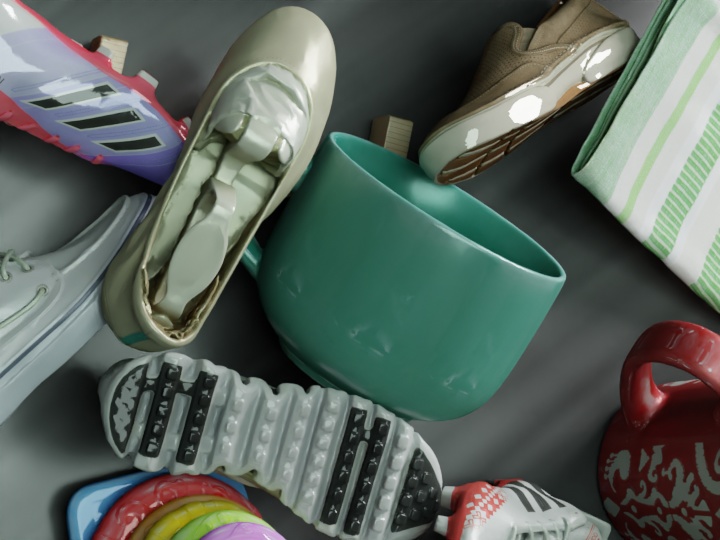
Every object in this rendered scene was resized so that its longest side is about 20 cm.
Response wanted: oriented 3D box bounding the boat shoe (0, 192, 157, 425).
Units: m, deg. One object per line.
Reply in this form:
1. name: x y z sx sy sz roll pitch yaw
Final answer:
1. boat shoe: -0.181 0.022 1.277 0.067 0.073 0.200 45 72 -15

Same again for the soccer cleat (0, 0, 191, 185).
1. soccer cleat: -0.171 -0.097 1.265 0.200 0.067 0.077 40 78 -19

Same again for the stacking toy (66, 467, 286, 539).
1. stacking toy: -0.071 0.163 1.248 0.109 0.200 0.117 -8 91 -23

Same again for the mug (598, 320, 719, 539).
1. mug: 0.223 0.097 1.381 0.133 0.200 0.179 -23 95 -22

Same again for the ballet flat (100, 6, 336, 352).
1. ballet flat: -0.066 -0.047 1.242 0.069 0.069 0.201 29 84 -19

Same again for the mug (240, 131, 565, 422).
1. mug: 0.009 0.004 1.329 0.152 0.185 0.115 13 110 -57

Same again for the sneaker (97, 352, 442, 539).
1. sneaker: -0.048 0.089 1.287 0.199 0.081 0.076 22 87 -19

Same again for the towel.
1. towel: 0.220 -0.067 1.453 0.200 0.023 0.153 40 73 -37

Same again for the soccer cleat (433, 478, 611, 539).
1. soccer cleat: 0.089 0.152 1.327 0.085 0.200 0.069 13 94 13

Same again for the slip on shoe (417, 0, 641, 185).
1. slip on shoe: 0.090 -0.110 1.384 0.200 0.076 0.061 -33 84 -42

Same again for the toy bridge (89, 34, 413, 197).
1. toy bridge: -0.063 -0.074 1.360 0.199 0.027 0.068 15 84 -22
